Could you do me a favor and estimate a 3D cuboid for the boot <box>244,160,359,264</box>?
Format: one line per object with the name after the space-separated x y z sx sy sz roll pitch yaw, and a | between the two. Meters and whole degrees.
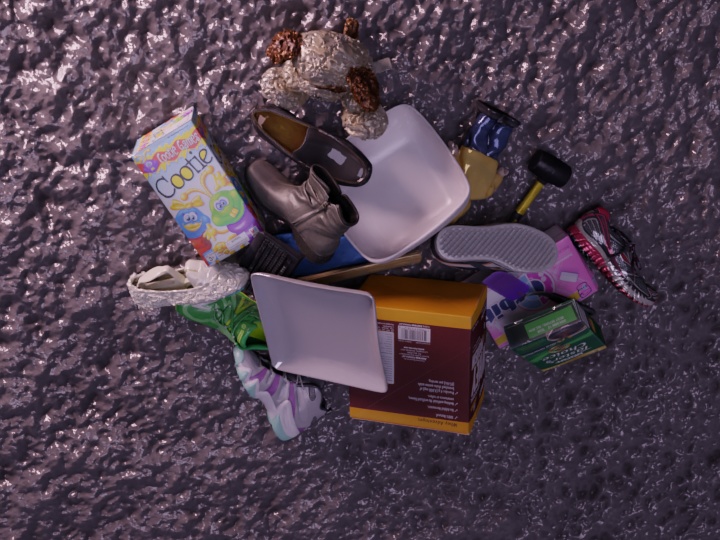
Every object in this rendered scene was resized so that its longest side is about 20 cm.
-0.082 -0.116 1.346 0.200 0.068 0.131 49 141 13 | boot

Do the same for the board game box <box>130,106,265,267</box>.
-0.238 -0.125 1.364 0.103 0.105 0.200 -31 112 4 | board game box

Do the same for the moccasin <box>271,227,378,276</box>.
-0.067 -0.033 1.441 0.199 0.068 0.081 0 109 -11 | moccasin

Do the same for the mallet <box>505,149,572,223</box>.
0.253 -0.105 1.475 0.066 0.041 0.200 35 106 -19 | mallet

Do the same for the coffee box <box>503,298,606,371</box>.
0.319 0.108 1.481 0.123 0.044 0.200 -24 156 17 | coffee box

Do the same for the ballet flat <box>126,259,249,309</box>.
-0.271 0.017 1.401 0.199 0.072 0.072 -12 113 17 | ballet flat

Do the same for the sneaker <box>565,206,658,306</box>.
0.428 -0.017 1.506 0.075 0.081 0.200 -44 109 7 | sneaker

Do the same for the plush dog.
-0.038 -0.285 1.285 0.200 0.172 0.161 23 97 1 | plush dog

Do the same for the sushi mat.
0.000 0.000 1.453 0.199 0.096 0.012 -14 80 -2 | sushi mat

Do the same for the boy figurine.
0.176 -0.157 1.428 0.124 0.064 0.200 13 112 -32 | boy figurine

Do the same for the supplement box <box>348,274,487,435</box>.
0.093 0.129 1.453 0.197 0.133 0.201 5 112 16 | supplement box

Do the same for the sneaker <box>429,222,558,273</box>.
0.206 -0.037 1.443 0.199 0.079 0.079 8 84 -10 | sneaker

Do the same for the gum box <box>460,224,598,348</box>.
0.280 0.023 1.508 0.200 0.066 0.114 -32 110 5 | gum box

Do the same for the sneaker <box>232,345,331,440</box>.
-0.114 0.175 1.514 0.140 0.078 0.200 -28 121 2 | sneaker

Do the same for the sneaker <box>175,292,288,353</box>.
-0.195 0.077 1.456 0.200 0.084 0.074 19 107 -13 | sneaker

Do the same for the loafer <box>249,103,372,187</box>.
-0.077 -0.180 1.345 0.200 0.072 0.073 27 99 7 | loafer

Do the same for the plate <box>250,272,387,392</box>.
-0.056 0.088 1.373 0.199 0.032 0.200 9 131 21 | plate

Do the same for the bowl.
0.051 -0.123 1.385 0.200 0.075 0.200 -35 72 6 | bowl

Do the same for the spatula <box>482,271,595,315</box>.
0.292 0.041 1.460 0.200 0.021 0.057 15 148 -19 | spatula

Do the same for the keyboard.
-0.125 0.013 1.396 0.127 0.200 0.021 31 63 -6 | keyboard
